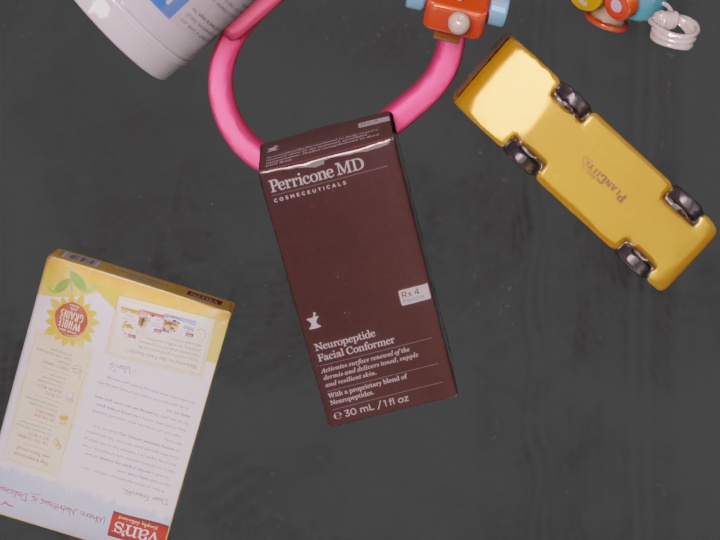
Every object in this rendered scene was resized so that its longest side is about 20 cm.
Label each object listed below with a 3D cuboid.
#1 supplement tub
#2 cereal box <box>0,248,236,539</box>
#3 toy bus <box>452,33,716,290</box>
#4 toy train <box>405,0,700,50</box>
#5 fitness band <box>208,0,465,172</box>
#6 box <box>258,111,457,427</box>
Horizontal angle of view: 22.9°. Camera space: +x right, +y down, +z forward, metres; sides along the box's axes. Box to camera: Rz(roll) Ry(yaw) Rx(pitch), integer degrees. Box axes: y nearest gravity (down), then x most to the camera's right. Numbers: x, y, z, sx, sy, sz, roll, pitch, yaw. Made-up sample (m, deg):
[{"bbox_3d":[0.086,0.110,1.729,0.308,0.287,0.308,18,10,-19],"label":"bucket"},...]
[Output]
[{"bbox_3d":[-0.104,-0.243,1.209,0.200,0.132,0.132,-43,96,7],"label":"supplement tub"},{"bbox_3d":[-0.187,0.101,1.317,0.142,0.040,0.202,17,100,-1],"label":"cereal box"},{"bbox_3d":[0.158,-0.077,1.256,0.200,0.078,0.065,42,98,-5],"label":"toy bus"},{"bbox_3d":[0.127,-0.181,1.219,0.198,0.151,0.056,9,132,-4],"label":"toy train"},{"bbox_3d":[-0.019,-0.153,1.272,0.199,0.037,0.144,-37,99,8],"label":"fitness band"},{"bbox_3d":[0.000,0.000,1.261,0.099,0.075,0.202,-14,108,4],"label":"box"}]
